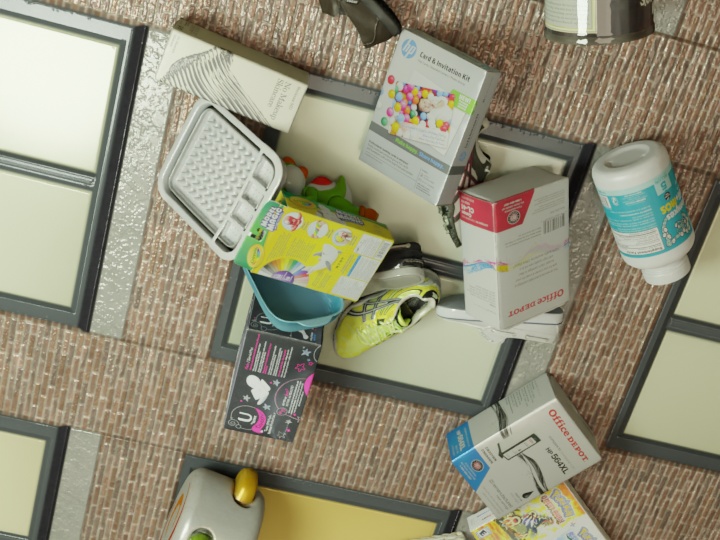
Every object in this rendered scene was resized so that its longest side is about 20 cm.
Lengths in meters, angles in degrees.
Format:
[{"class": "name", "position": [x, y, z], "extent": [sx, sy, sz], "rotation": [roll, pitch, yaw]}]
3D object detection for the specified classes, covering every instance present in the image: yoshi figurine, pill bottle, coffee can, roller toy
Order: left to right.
[{"class": "roller toy", "position": [-0.235, 0.420, 1.807], "extent": [0.140, 0.200, 0.182], "rotation": [24, 146, -11]}, {"class": "yoshi figurine", "position": [-0.083, -0.085, 1.631], "extent": [0.200, 0.112, 0.113], "rotation": [27, 117, -10]}, {"class": "coffee can", "position": [0.310, -0.409, 1.475], "extent": [0.146, 0.146, 0.200], "rotation": [-6, 114, 1]}, {"class": "pill bottle", "position": [0.418, -0.080, 1.643], "extent": [0.111, 0.111, 0.200], "rotation": [-22, 113, 8]}]

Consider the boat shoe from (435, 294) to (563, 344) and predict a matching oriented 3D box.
[{"class": "boat shoe", "position": [0.211, 0.081, 1.728], "extent": [0.200, 0.074, 0.066], "rotation": [6, 109, -3]}]

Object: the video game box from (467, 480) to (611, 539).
[{"class": "video game box", "position": [0.310, 0.454, 1.911], "extent": [0.182, 0.047, 0.200], "rotation": [-34, 111, 10]}]

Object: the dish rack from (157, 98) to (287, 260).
[{"class": "dish rack", "position": [-0.189, -0.130, 1.588], "extent": [0.200, 0.044, 0.172], "rotation": [43, 114, 28]}]

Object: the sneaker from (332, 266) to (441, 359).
[{"class": "sneaker", "position": [0.036, 0.070, 1.717], "extent": [0.200, 0.076, 0.075], "rotation": [-40, 111, 16]}]

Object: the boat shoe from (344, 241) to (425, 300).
[{"class": "boat shoe", "position": [0.000, 0.000, 1.693], "extent": [0.200, 0.060, 0.074], "rotation": [-11, 156, 22]}]

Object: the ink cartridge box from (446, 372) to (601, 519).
[{"class": "ink cartridge box", "position": [0.261, 0.282, 1.812], "extent": [0.200, 0.084, 0.146], "rotation": [-34, 110, 13]}]

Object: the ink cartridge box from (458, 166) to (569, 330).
[{"class": "ink cartridge box", "position": [0.225, -0.034, 1.640], "extent": [0.147, 0.086, 0.200], "rotation": [-19, 119, -31]}]

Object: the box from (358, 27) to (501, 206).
[{"class": "box", "position": [0.093, -0.212, 1.564], "extent": [0.156, 0.041, 0.200], "rotation": [35, 115, 31]}]

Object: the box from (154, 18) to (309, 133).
[{"class": "box", "position": [-0.176, -0.269, 1.566], "extent": [0.200, 0.068, 0.082], "rotation": [20, 112, -10]}]

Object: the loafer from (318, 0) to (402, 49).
[{"class": "loafer", "position": [-0.031, -0.375, 1.520], "extent": [0.071, 0.073, 0.200], "rotation": [-41, 108, 15]}]

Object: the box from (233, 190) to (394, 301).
[{"class": "box", "position": [-0.068, -0.034, 1.561], "extent": [0.200, 0.048, 0.117], "rotation": [16, 119, -31]}]

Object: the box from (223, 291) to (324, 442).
[{"class": "box", "position": [-0.129, 0.134, 1.694], "extent": [0.114, 0.132, 0.200], "rotation": [14, 125, -7]}]

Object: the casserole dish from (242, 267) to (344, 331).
[{"class": "casserole dish", "position": [-0.104, 0.019, 1.639], "extent": [0.121, 0.200, 0.039], "rotation": [-10, 138, -27]}]

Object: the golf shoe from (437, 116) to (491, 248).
[{"class": "golf shoe", "position": [0.151, -0.129, 1.635], "extent": [0.088, 0.077, 0.200], "rotation": [-9, 114, -4]}]

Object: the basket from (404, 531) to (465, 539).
[{"class": "basket", "position": [0.108, 0.572, 1.894], "extent": [0.198, 0.161, 0.200], "rotation": [-10, 113, 3]}]
